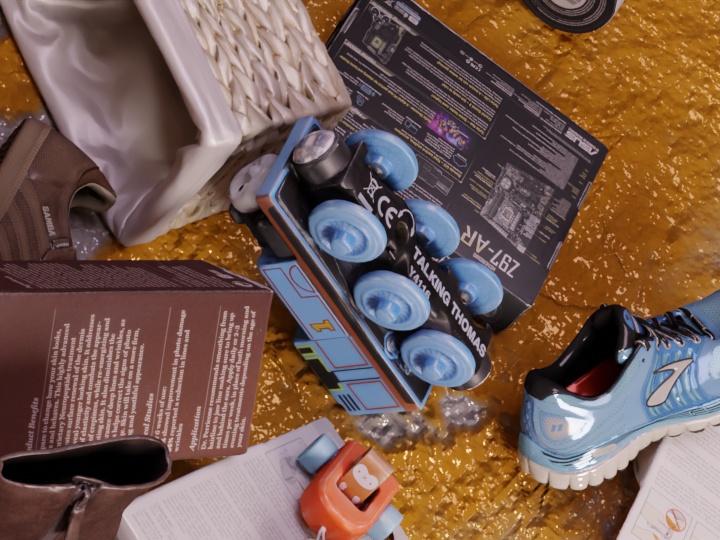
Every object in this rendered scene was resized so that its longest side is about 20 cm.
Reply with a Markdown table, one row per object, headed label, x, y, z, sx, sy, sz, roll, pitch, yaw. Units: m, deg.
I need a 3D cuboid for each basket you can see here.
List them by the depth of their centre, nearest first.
| label | x | y | z | sx | sy | sz | roll | pitch | yaw |
| --- | --- | --- | --- | --- | --- | --- | --- | --- | --- |
| basket | -0.112 | -0.138 | 1.356 | 0.123 | 0.136 | 0.201 | -17 | 73 | -39 |

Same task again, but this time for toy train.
| label | x | y | z | sx | sy | sz | roll | pitch | yaw |
| --- | --- | --- | --- | --- | --- | --- | --- | --- | --- |
| toy train | 0.030 | 0.181 | 1.267 | 0.200 | 0.056 | 0.150 | 49 | 36 | 1 |
| toy train | 0.000 | 0.000 | 1.313 | 0.200 | 0.114 | 0.087 | 54 | 43 | -32 |

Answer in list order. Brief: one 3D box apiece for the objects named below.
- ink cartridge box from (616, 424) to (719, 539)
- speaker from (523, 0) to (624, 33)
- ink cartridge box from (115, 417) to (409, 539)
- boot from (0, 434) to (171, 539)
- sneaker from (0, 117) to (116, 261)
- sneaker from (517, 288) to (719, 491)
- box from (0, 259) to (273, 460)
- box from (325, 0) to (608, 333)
| label | x | y | z | sx | sy | sz | roll | pitch | yaw |
| --- | --- | --- | --- | --- | --- | --- | --- | --- | --- |
| ink cartridge box | 0.241 | 0.167 | 1.441 | 0.162 | 0.050 | 0.200 | 36 | 56 | -7 |
| speaker | 0.188 | -0.260 | 1.638 | 0.081 | 0.081 | 0.200 | 39 | 50 | -4 |
| ink cartridge box | -0.045 | 0.181 | 1.276 | 0.160 | 0.047 | 0.200 | 56 | 35 | 10 |
| boot | -0.210 | 0.125 | 1.120 | 0.199 | 0.166 | 0.073 | -2 | 63 | -31 |
| sneaker | -0.196 | 0.002 | 1.264 | 0.075 | 0.070 | 0.201 | 32 | 54 | -15 |
| sneaker | 0.182 | 0.057 | 1.401 | 0.200 | 0.090 | 0.078 | -30 | 38 | -23 |
| box | -0.150 | 0.050 | 1.215 | 0.199 | 0.075 | 0.101 | 0 | 105 | -43 |
| box | 0.050 | -0.077 | 1.472 | 0.200 | 0.044 | 0.160 | 35 | 51 | -8 |
